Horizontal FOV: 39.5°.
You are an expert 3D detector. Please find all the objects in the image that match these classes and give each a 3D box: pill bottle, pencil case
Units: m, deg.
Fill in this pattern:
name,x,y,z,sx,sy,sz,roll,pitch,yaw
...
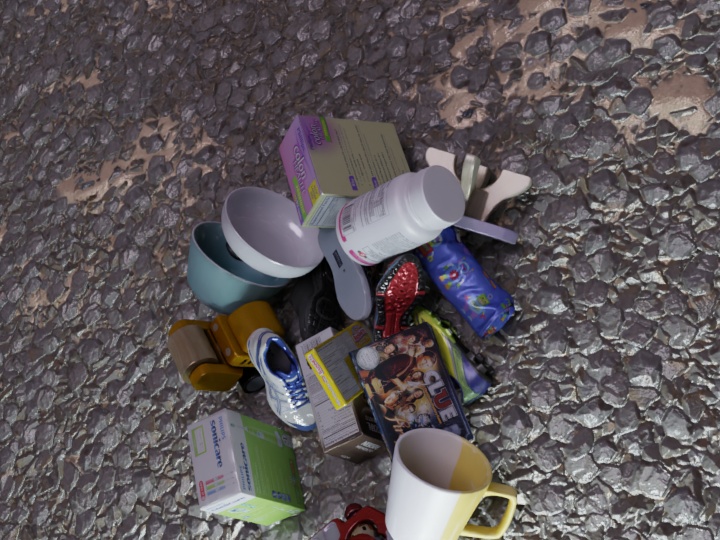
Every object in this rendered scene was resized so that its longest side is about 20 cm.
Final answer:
name,x,y,z,sx,sy,sz,roll,pitch,yaw
pill bottle,0.063,-0.088,1.594,0.200,0.113,0.114,-23,58,45
pencil case,0.170,0.013,1.640,0.087,0.078,0.200,-43,74,16

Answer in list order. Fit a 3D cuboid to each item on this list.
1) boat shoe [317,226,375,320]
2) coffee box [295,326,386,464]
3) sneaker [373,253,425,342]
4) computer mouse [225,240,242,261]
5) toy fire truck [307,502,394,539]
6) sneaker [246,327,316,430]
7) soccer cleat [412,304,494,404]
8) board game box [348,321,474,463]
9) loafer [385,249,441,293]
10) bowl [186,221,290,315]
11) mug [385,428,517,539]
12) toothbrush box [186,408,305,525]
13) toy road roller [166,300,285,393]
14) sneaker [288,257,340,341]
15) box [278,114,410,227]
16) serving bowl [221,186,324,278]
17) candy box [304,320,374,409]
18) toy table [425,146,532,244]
name,x,y,z,sx,sy,sz,roll,pitch,yaw
boat shoe,0.000,0.000,1.756,0.071,0.091,0.201,-46,52,35
coffee box,-0.027,0.210,1.679,0.080,0.113,0.201,-29,59,19
sneaker,0.054,0.039,1.674,0.079,0.201,0.096,6,41,-11
computer mouse,-0.187,-0.062,1.855,0.059,0.200,0.034,42,123,9
toy fire truck,-0.019,0.455,1.589,0.200,0.112,0.168,-42,38,7
sneaker,-0.127,0.192,1.704,0.075,0.201,0.088,-35,12,-18
soccer cleat,0.136,0.135,1.651,0.084,0.065,0.200,-51,54,13
board game box,0.080,0.198,1.591,0.135,0.035,0.201,-21,85,-12
loafer,0.081,-0.035,1.731,0.199,0.072,0.063,33,71,10
bowl,-0.241,0.009,1.852,0.201,0.200,0.105,48,117,34
mug,0.120,0.351,1.501,0.186,0.149,0.154,29,118,26
toothbrush box,-0.188,0.330,1.668,0.086,0.200,0.146,-25,61,18
toy road roller,-0.226,0.125,1.776,0.146,0.199,0.123,-51,54,26
sneaker,-0.086,0.061,1.788,0.091,0.076,0.201,-29,32,29
box,-0.021,-0.171,1.772,0.097,0.199,0.177,-53,46,46
serving bowl,-0.162,-0.057,1.778,0.066,0.199,0.201,-54,51,33
candy box,-0.016,0.149,1.633,0.026,0.200,0.103,-34,86,26
toy table,0.179,-0.126,1.673,0.199,0.184,0.118,18,92,4
